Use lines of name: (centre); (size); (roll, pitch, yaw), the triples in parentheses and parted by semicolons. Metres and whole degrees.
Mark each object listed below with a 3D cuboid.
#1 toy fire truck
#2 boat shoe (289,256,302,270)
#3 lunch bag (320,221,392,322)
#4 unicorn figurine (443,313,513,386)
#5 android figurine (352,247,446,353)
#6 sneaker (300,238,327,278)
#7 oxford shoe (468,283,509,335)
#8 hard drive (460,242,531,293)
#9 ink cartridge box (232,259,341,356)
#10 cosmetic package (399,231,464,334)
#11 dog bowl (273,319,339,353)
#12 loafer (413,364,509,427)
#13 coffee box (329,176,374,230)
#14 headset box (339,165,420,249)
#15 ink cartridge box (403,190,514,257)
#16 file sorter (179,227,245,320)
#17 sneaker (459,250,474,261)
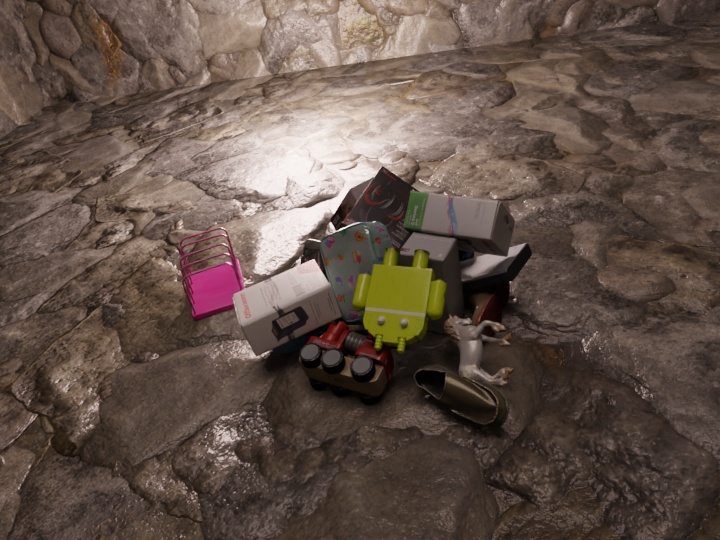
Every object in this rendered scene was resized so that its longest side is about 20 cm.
toy fire truck: (-0.004, 0.155, 1.201); (0.173, 0.130, 0.202); (9, 49, 26)
boat shoe: (-0.147, 0.016, 1.470); (0.065, 0.075, 0.201); (-20, 32, 41)
lunch bag: (0.000, 0.000, 1.258); (0.158, 0.204, 0.076); (-18, -3, 40)
unicorn figurine: (0.218, 0.147, 1.132); (0.135, 0.074, 0.203); (-9, 53, 31)
android figurine: (0.072, 0.056, 1.127); (0.178, 0.041, 0.204); (6, 71, 22)
sneaker: (-0.066, -0.001, 1.377); (0.196, 0.076, 0.116); (12, 76, 36)
oxford shoe: (0.264, 0.076, 1.281); (0.073, 0.072, 0.200); (-4, 26, 32)
hard drive: (0.265, 0.004, 1.320); (0.198, 0.033, 0.139); (-18, 15, 41)
ink cartridge box: (-0.158, 0.074, 1.260); (0.197, 0.086, 0.145); (-24, 28, -8)
cosmetic package: (0.151, 0.028, 1.248); (0.105, 0.203, 0.090); (12, 40, 28)
dog bowl: (-0.128, 0.114, 1.335); (0.198, 0.050, 0.111); (-29, 39, -26)
loafer: (0.171, 0.223, 1.063); (0.069, 0.077, 0.198); (13, 1, -45)
coffee box: (0.003, -0.133, 1.505); (0.079, 0.114, 0.200); (-28, -6, -23)
headset box: (0.051, -0.110, 1.357); (0.147, 0.075, 0.202); (34, 67, 2)
ink cartridge box: (0.210, -0.098, 1.259); (0.196, 0.145, 0.090); (9, 83, 29)
file sorter: (-0.375, -0.002, 1.499); (0.136, 0.127, 0.201); (-17, 35, -9)
sneaker: (0.212, -0.062, 1.489); (0.071, 0.077, 0.200); (-56, 21, 3)
